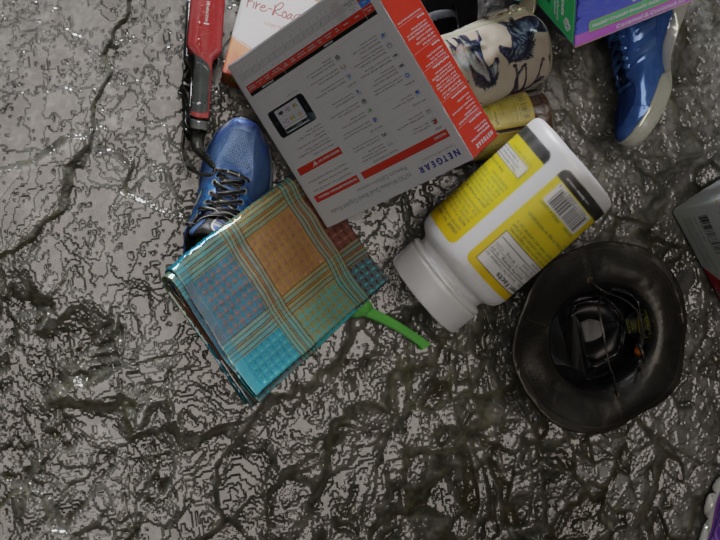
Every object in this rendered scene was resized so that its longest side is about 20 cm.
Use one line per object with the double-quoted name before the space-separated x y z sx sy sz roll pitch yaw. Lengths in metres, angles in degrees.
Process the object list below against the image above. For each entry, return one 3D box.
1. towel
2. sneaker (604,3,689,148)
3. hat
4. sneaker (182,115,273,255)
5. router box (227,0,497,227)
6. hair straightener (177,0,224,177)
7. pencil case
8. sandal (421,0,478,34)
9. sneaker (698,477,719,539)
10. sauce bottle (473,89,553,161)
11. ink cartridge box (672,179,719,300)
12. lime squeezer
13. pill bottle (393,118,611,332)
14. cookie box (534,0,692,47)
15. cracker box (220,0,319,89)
"towel" -0.075 0.008 1.032 0.200 0.022 0.148 -41 101 -33
"sneaker" 0.265 -0.233 1.133 0.110 0.077 0.203 20 82 -13
"hat" 0.229 0.064 1.122 0.197 0.081 0.204 -1 92 -18
"sneaker" -0.127 -0.050 1.066 0.077 0.089 0.203 12 87 -9
"router box" -0.003 -0.152 0.989 0.049 0.199 0.181 -42 105 -43
"hair straightener" -0.153 -0.180 1.073 0.040 0.077 0.203 1 70 -18
"pencil case" 0.091 -0.195 1.056 0.198 0.077 0.091 -23 114 -29
"sandal" 0.054 -0.218 1.090 0.200 0.043 0.077 -41 120 -27
"sneaker" 0.383 0.305 1.136 0.079 0.083 0.203 11 88 -7
"sauce bottle" 0.092 -0.139 1.113 0.197 0.065 0.066 -9 90 -9
"ink cartridge box" 0.437 -0.040 1.093 0.143 0.200 0.147 -29 93 -8
"lime squeezer" 0.000 0.000 1.110 0.070 0.038 0.202 -26 92 -8
"pill bottle" 0.134 -0.040 1.075 0.200 0.114 0.115 -41 94 9
"cookie box" 0.234 -0.327 1.078 0.169 0.076 0.201 -21 49 -8
"cracker box" -0.050 -0.268 1.099 0.132 0.058 0.203 15 86 -9
